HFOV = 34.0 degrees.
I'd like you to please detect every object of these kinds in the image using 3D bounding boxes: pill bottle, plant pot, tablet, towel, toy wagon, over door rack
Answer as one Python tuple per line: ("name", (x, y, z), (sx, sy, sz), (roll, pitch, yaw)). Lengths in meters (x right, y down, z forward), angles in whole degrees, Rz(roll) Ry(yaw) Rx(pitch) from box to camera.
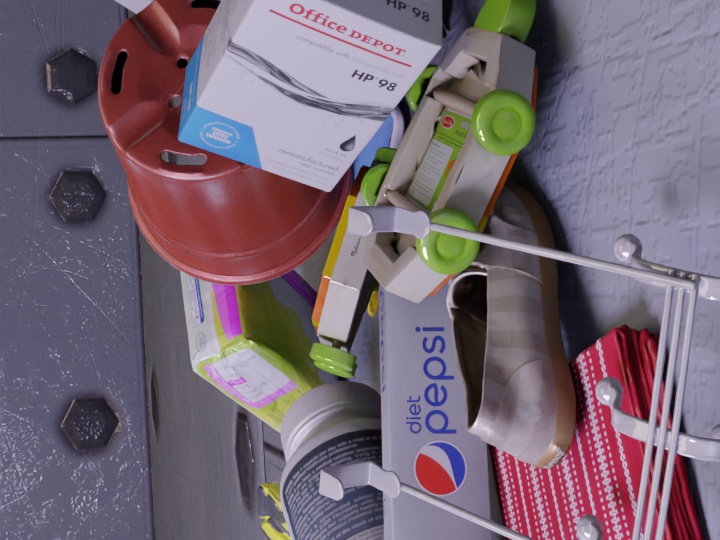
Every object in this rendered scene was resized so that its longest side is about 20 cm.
("pill bottle", (0.004, 0.181, 0.870), (0.201, 0.118, 0.121), (-113, 26, -49))
("plant pot", (-0.111, -0.110, 0.927), (0.195, 0.197, 0.204), (75, -172, -75))
("tablet", (0.000, -0.131, 1.010), (0.201, 0.013, 0.132), (-110, 23, -46))
("towel", (0.121, 0.127, 0.635), (0.200, 0.022, 0.147), (124, 141, -64))
("toy wagon", (0.000, 0.000, 0.880), (0.200, 0.039, 0.157), (92, -163, -80))
("toy wagon", (0.059, -0.084, 0.685), (0.202, 0.039, 0.155), (-65, 17, 8))
("over door rack", (0.081, 0.054, 0.550), (0.198, 0.066, 0.150), (12, 101, 34))

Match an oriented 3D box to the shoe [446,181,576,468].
("shoe", (0.078, 0.019, 0.664), (0.202, 0.052, 0.071), (-93, 16, -46))

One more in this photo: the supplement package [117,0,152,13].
("supplement package", (-0.120, -0.288, 0.958), (0.200, 0.149, 0.153), (18, -103, -71))

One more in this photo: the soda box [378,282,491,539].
("soda box", (0.045, 0.096, 0.756), (0.068, 0.062, 0.204), (101, 168, -74))

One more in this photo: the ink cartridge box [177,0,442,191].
("ink cartridge box", (-0.026, -0.143, 0.724), (0.200, 0.114, 0.068), (132, 149, -49))

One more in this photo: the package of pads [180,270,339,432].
("package of pads", (-0.088, 0.057, 1.085), (0.200, 0.067, 0.156), (45, -155, -52))

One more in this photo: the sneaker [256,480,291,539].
("sneaker", (-0.010, 0.228, 1.009), (0.199, 0.084, 0.076), (35, 136, 43))

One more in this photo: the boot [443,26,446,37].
("boot", (0.024, -0.244, 0.794), (0.201, 0.075, 0.171), (106, 160, -63))
